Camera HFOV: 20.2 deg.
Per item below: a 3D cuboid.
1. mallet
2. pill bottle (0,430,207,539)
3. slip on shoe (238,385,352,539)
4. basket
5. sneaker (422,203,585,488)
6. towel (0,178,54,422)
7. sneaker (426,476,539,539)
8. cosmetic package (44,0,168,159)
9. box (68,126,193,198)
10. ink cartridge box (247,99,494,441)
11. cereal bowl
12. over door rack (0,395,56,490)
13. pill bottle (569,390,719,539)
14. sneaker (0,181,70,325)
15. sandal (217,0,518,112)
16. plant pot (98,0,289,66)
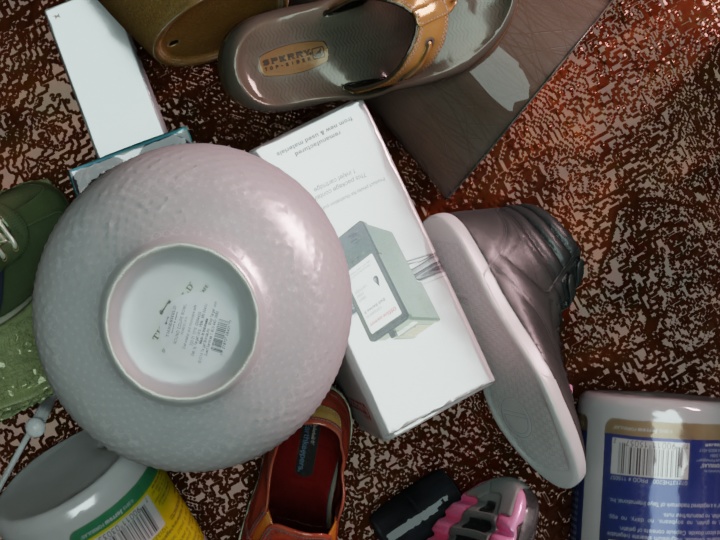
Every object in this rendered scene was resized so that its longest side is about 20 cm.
[{"bbox_3d":[0.072,0.238,1.388,0.065,0.041,0.201,-25,96,-6],"label":"mallet"},{"bbox_3d":[-0.143,0.209,1.314,0.112,0.113,0.201,-31,110,-5],"label":"pill bottle"},{"bbox_3d":[-0.044,0.176,1.353,0.073,0.061,0.202,9,104,-3],"label":"slip on shoe"},{"bbox_3d":[0.038,-0.179,1.337,0.200,0.136,0.181,40,79,0],"label":"basket"},{"bbox_3d":[0.123,0.040,1.352,0.099,0.071,0.201,-21,81,-34],"label":"sneaker"},{"bbox_3d":[-0.258,0.034,1.300,0.199,0.037,0.149,-27,79,-21],"label":"towel"},{"bbox_3d":[0.086,0.236,1.349,0.095,0.079,0.202,15,96,-33],"label":"sneaker"},{"bbox_3d":[-0.151,-0.082,1.341,0.050,0.083,0.202,-21,93,-5],"label":"cosmetic package"},{"bbox_3d":[-0.113,0.017,1.280,0.082,0.049,0.202,-21,95,-7],"label":"box"},{"bbox_3d":[0.000,0.000,1.324,0.083,0.145,0.201,-26,93,-6],"label":"ink cartridge box"},{"bbox_3d":[-0.103,0.025,1.209,0.198,0.083,0.202,0,95,2],"label":"cereal bowl"},{"bbox_3d":[-0.285,0.094,1.337,0.147,0.067,0.201,29,87,-4],"label":"over door rack"},{"bbox_3d":[0.196,0.184,1.360,0.110,0.111,0.202,3,90,-5],"label":"pill bottle"},{"bbox_3d":[-0.252,0.005,1.242,0.200,0.090,0.067,-40,82,-23],"label":"sneaker"},{"bbox_3d":[0.010,-0.148,1.234,0.198,0.055,0.083,-15,95,-14],"label":"sandal"},{"bbox_3d":[-0.125,-0.236,1.265,0.185,0.187,0.201,-23,74,-5],"label":"plant pot"}]
